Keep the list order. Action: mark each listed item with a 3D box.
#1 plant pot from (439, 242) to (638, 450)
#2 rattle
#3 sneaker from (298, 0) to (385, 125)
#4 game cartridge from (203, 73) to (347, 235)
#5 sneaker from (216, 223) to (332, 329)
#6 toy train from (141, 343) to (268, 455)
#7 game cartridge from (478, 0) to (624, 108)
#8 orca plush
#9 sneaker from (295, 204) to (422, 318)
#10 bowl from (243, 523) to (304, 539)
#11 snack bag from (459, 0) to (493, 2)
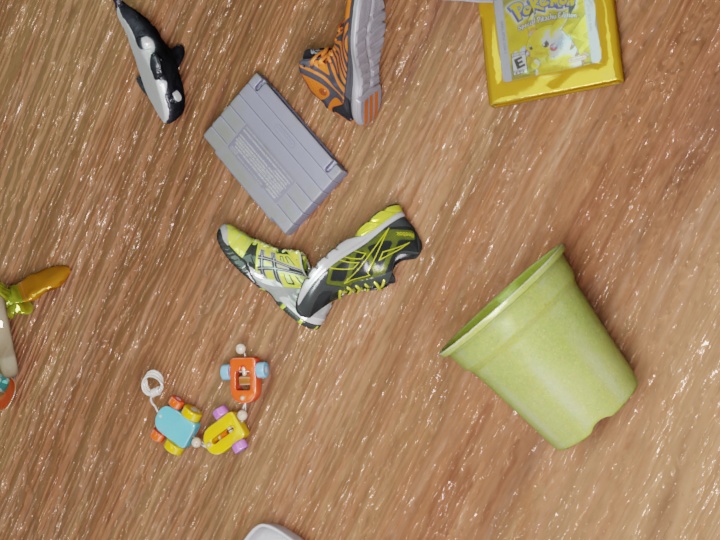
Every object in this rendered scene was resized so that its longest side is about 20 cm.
[{"bbox_3d":[0.227,0.103,1.194,0.200,0.200,0.185,-42,86,15],"label":"plant pot"},{"bbox_3d":[-0.521,0.104,1.568,0.129,0.141,0.204,3,107,53],"label":"rattle"},{"bbox_3d":[-0.031,-0.294,1.320,0.111,0.077,0.203,24,130,25],"label":"sneaker"},{"bbox_3d":[-0.124,-0.164,1.413,0.130,0.038,0.201,-46,74,19],"label":"game cartridge"},{"bbox_3d":[-0.115,-0.005,1.391,0.199,0.075,0.077,39,95,8],"label":"sneaker"},{"bbox_3d":[-0.214,0.189,1.431,0.196,0.056,0.153,-9,84,18],"label":"toy train"},{"bbox_3d":[0.239,-0.324,1.272,0.173,0.032,0.204,-8,86,22],"label":"game cartridge"},{"bbox_3d":[-0.301,-0.321,1.486,0.202,0.070,0.106,59,152,17],"label":"orca plush"},{"bbox_3d":[0.000,0.000,1.313,0.200,0.075,0.085,-42,81,-7],"label":"sneaker"},{"bbox_3d":[-0.098,0.465,1.364,0.198,0.074,0.202,33,100,18],"label":"bowl"},{"bbox_3d":[0.046,-0.370,1.256,0.198,0.187,0.022,25,116,29],"label":"snack bag"}]
